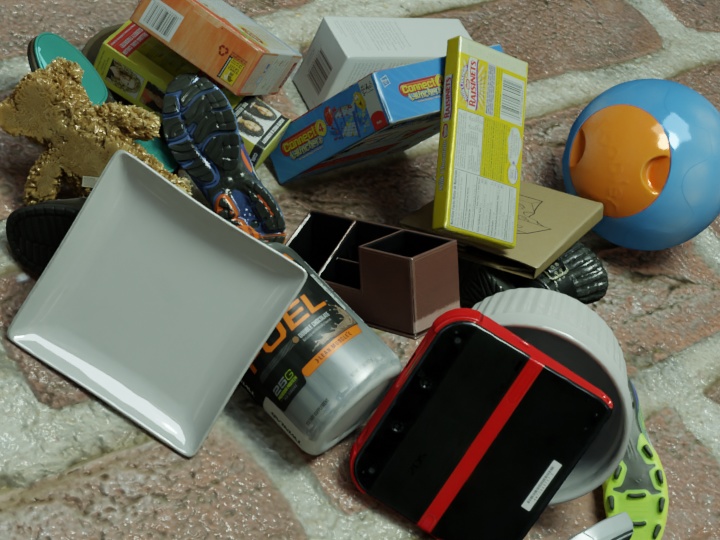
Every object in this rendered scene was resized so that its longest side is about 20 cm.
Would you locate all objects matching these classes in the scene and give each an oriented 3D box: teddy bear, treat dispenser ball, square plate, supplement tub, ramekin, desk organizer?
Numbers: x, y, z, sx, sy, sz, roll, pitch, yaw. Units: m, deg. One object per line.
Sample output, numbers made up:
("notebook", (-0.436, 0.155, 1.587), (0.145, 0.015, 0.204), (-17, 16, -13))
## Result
("teddy bear", (-0.253, -0.106, 1.344), (0.199, 0.145, 0.067), (30, 9, -8))
("treat dispenser ball", (0.338, -0.124, 1.654), (0.200, 0.201, 0.202), (17, 44, -17))
("square plate", (-0.177, 0.029, 1.231), (0.200, 0.199, 0.028), (33, 8, 0))
("supplement tub", (-0.069, 0.060, 1.294), (0.200, 0.123, 0.122), (44, 43, 14))
("ramekin", (0.161, 0.112, 1.335), (0.200, 0.201, 0.105), (31, 31, -1))
("desk organizer", (0.000, 0.000, 1.346), (0.199, 0.077, 0.072), (14, 25, 42))

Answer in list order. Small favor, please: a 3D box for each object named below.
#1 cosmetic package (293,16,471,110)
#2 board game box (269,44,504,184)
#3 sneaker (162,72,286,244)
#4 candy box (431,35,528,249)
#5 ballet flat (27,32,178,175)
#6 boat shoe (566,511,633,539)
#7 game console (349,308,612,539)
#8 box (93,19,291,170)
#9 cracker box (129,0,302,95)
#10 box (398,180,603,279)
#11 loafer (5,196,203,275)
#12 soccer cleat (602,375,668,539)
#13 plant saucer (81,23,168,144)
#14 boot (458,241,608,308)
("cosmetic package", (0.033, -0.238, 1.651), (0.199, 0.102, 0.071), (-5, 53, -35))
("board game box", (0.032, -0.167, 1.510), (0.199, 0.195, 0.056), (-19, 87, -42))
("sneaker", (-0.141, -0.102, 1.408), (0.075, 0.078, 0.201), (-24, 94, -5))
("candy box", (0.123, -0.129, 1.434), (0.102, 0.026, 0.201), (14, 76, -36))
("ballet flat", (-0.267, -0.145, 1.402), (0.200, 0.068, 0.068), (47, 47, 2))
("boat shoe", (0.186, 0.291, 1.283), (0.200, 0.072, 0.071), (-27, 76, -33))
("game console", (0.103, 0.151, 1.268), (0.176, 0.200, 0.031), (32, 15, -4))
("box", (-0.176, -0.180, 1.465), (0.200, 0.050, 0.075), (34, 40, 1))
("cracker box", (-0.146, -0.242, 1.472), (0.134, 0.058, 0.200), (35, 12, 3))
("box", (0.159, -0.055, 1.548), (0.163, 0.021, 0.200), (18, 28, 25))
("loafer", (-0.227, -0.033, 1.292), (0.199, 0.073, 0.071), (2, 20, 12))
("soccer cleat", (0.266, 0.191, 1.419), (0.064, 0.084, 0.201), (-11, 68, 3))
("plant saucer", (-0.208, -0.189, 1.513), (0.199, 0.030, 0.201), (17, 44, -17))
("boot", (0.209, 0.047, 1.506), (0.157, 0.080, 0.212), (-8, 55, -36))
